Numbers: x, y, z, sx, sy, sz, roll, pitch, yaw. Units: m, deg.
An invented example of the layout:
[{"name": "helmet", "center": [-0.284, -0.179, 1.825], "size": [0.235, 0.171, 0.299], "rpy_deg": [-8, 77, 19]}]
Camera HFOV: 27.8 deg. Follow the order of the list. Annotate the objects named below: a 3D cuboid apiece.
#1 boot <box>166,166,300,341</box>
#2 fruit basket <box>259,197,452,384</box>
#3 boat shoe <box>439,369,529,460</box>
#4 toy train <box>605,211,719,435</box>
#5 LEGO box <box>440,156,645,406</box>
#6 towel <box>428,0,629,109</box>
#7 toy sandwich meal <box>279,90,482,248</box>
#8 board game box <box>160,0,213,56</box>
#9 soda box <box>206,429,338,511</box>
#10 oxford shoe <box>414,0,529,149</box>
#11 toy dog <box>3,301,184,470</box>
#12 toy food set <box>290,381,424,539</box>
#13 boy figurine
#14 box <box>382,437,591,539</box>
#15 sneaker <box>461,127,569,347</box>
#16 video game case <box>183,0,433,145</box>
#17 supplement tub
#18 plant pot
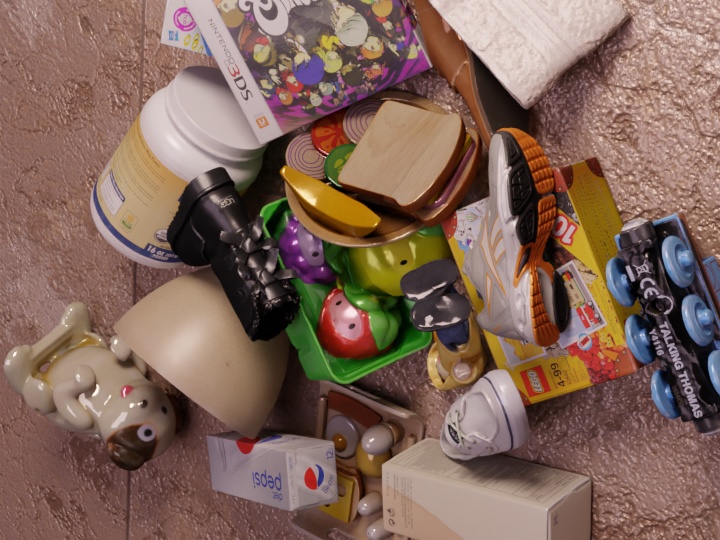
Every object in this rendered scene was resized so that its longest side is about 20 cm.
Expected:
[{"name": "boot", "center": [-0.129, -0.001, 1.500], "size": [0.163, 0.073, 0.198], "rpy_deg": [59, 159, 12]}, {"name": "fruit basket", "center": [0.000, 0.000, 1.497], "size": [0.215, 0.155, 0.216], "rpy_deg": [32, 133, 42]}, {"name": "boat shoe", "center": [0.116, 0.154, 1.417], "size": [0.200, 0.067, 0.074], "rpy_deg": [92, 155, -69]}, {"name": "toy train", "center": [0.289, 0.044, 1.293], "size": [0.086, 0.114, 0.201], "rpy_deg": [-23, 89, 36]}, {"name": "LEGO box", "center": [0.184, 0.012, 1.389], "size": [0.149, 0.077, 0.201], "rpy_deg": [-23, 88, 39]}, {"name": "towel", "center": [0.138, -0.263, 1.341], "size": [0.132, 0.034, 0.200], "rpy_deg": [-41, 76, 5]}, {"name": "toy sandwich meal", "center": [0.014, -0.109, 1.431], "size": [0.205, 0.205, 0.070], "rpy_deg": [29, 162, 29]}, {"name": "board game box", "center": [-0.088, -0.305, 1.470], "size": [0.195, 0.056, 0.201], "rpy_deg": [14, 114, 3]}, {"name": "soda box", "center": [-0.101, 0.220, 1.631], "size": [0.200, 0.063, 0.069], "rpy_deg": [0, 95, 59]}, {"name": "oxford shoe", "center": [0.106, -0.195, 1.403], "size": [0.071, 0.071, 0.201], "rpy_deg": [-31, 72, 44]}, {"name": "toy dog", "center": [-0.316, 0.165, 1.784], "size": [0.199, 0.139, 0.195], "rpy_deg": [24, 129, 31]}, {"name": "toy food set", "center": [-0.012, 0.221, 1.609], "size": [0.143, 0.060, 0.201], "rpy_deg": [20, 114, 32]}, {"name": "boy figurine", "center": [0.085, 0.058, 1.429], "size": [0.064, 0.200, 0.125], "rpy_deg": [-19, 65, 0]}, {"name": "box", "center": [0.128, 0.239, 1.486], "size": [0.199, 0.095, 0.078], "rpy_deg": [11, 110, 37]}, {"name": "sneaker", "center": [0.127, -0.028, 1.327], "size": [0.092, 0.076, 0.201], "rpy_deg": [1, 101, 41]}, {"name": "video game case", "center": [-0.053, -0.244, 1.440], "size": [0.199, 0.036, 0.182], "rpy_deg": [-22, 109, 16]}, {"name": "supplement tub", "center": [-0.196, -0.113, 1.606], "size": [0.145, 0.144, 0.200], "rpy_deg": [51, 127, 15]}, {"name": "plant pot", "center": [-0.156, 0.072, 1.618], "size": [0.200, 0.200, 0.135], "rpy_deg": [37, 87, 24]}]
